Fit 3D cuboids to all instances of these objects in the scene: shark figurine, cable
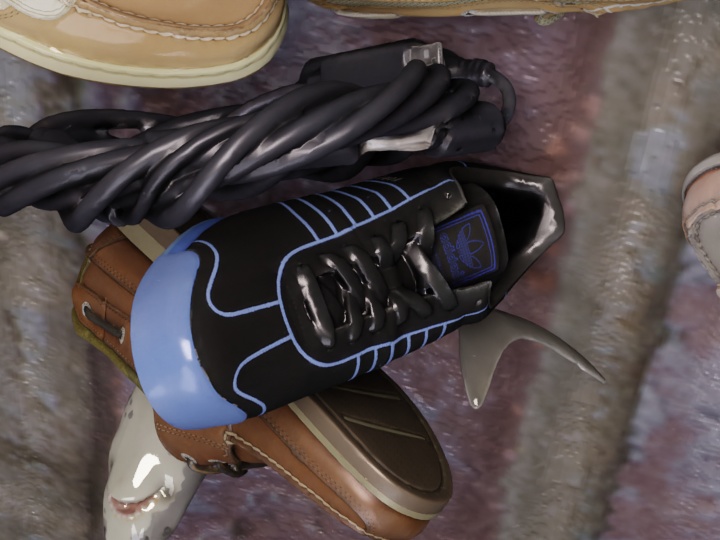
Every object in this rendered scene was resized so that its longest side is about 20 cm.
[{"bbox_3d":[-0.016,0.033,1.027,0.214,0.129,0.089,-24,156,21],"label":"shark figurine"},{"bbox_3d":[-0.054,-0.038,0.866,0.199,0.163,0.051,-6,101,31],"label":"cable"}]

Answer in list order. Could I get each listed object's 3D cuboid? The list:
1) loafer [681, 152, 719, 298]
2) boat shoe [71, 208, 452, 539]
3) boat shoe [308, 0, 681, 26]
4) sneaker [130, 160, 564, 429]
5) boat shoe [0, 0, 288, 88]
[{"bbox_3d":[0.195,0.031,0.920,0.200,0.063,0.072,36,141,-24],"label":"loafer"},{"bbox_3d":[-0.041,0.048,0.952,0.072,0.200,0.068,19,110,-48],"label":"boat shoe"},{"bbox_3d":[0.058,-0.110,0.796,0.199,0.072,0.076,6,159,28],"label":"boat shoe"},{"bbox_3d":[0.000,0.000,0.875,0.078,0.200,0.070,-14,99,34],"label":"sneaker"},{"bbox_3d":[-0.117,-0.121,0.838,0.199,0.074,0.066,18,149,-3],"label":"boat shoe"}]
